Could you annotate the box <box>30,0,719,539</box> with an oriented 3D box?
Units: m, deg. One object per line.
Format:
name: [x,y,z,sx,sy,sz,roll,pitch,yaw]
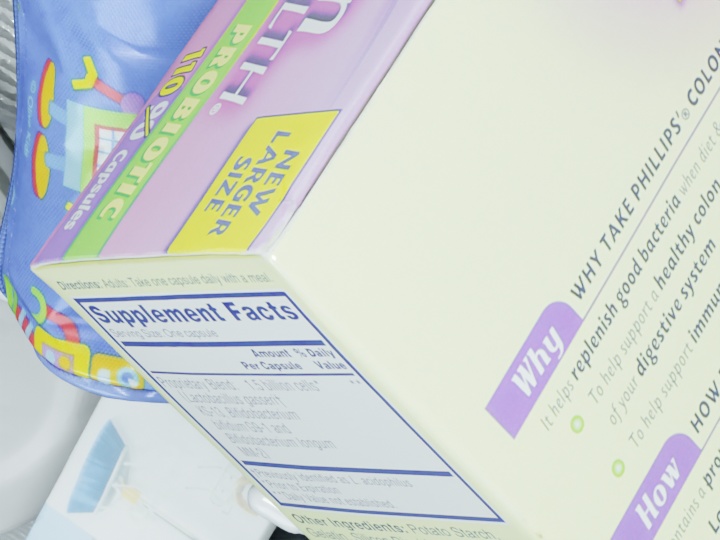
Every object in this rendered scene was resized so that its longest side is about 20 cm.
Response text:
box: [0.056,-0.005,0.633,0.200,0.176,0.096,46,153,-27]

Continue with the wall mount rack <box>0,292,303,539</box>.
wall mount rack: [-0.101,0.074,0.803,0.173,0.201,0.075,32,-167,11]

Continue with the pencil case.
pencil case: [-0.054,-0.066,0.681,0.086,0.078,0.201,2,117,0]

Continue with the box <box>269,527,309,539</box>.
box: [0.046,0.110,0.848,0.141,0.200,0.079,38,-160,-7]

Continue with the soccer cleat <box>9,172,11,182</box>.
soccer cleat: [-0.044,-0.059,0.773,0.069,0.085,0.200,41,156,-18]

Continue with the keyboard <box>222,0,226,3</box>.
keyboard: [0.033,-0.024,0.697,0.011,0.057,0.199,1,162,46]

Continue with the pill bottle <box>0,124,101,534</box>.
pill bottle: [-0.163,-0.009,0.907,0.200,0.114,0.114,49,174,46]
